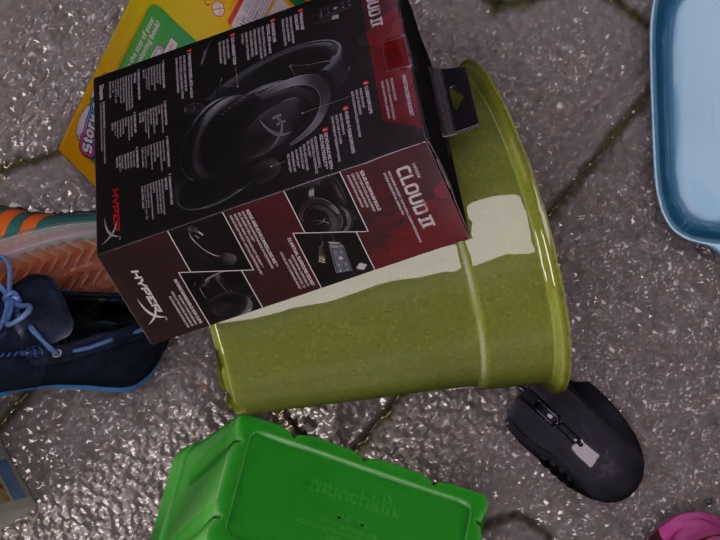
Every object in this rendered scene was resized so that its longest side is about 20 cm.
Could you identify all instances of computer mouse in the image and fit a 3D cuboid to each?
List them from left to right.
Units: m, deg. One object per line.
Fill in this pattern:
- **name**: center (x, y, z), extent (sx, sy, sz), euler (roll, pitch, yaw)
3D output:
- **computer mouse**: center (0.096, 0.069, 1.255), extent (0.200, 0.034, 0.059), euler (40, 92, 5)

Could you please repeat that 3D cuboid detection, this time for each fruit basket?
- **fruit basket**: center (-0.036, 0.202, 1.221), extent (0.215, 0.216, 0.156), euler (10, 53, 5)

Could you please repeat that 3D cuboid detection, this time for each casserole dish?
- **casserole dish**: center (0.238, -0.104, 1.248), extent (0.121, 0.039, 0.201), euler (-1, 89, 4)

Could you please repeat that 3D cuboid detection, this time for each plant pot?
- **plant pot**: center (0.000, 0.000, 1.163), extent (0.189, 0.200, 0.201), euler (-16, 87, -7)

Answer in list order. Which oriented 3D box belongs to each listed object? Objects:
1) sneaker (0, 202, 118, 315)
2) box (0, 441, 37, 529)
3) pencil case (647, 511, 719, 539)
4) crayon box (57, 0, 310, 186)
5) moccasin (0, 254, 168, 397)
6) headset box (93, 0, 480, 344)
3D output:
- **sneaker**: center (-0.222, -0.016, 1.262), extent (0.199, 0.072, 0.080), euler (-9, 46, -14)
- **box**: center (-0.283, 0.125, 1.197), extent (0.101, 0.200, 0.113), euler (-31, 86, 3)
- **pencil case**: center (0.218, 0.221, 1.162), extent (0.091, 0.200, 0.094), euler (24, 103, -20)
- **crayon box**: center (-0.090, -0.112, 1.204), extent (0.119, 0.058, 0.200), euler (43, 126, 15)
- **moccasin**: center (-0.198, 0.028, 1.207), extent (0.081, 0.200, 0.068), euler (51, 122, 29)
- **headset box**: center (-0.036, -0.064, 1.072), extent (0.199, 0.077, 0.149), euler (-18, 43, 8)
